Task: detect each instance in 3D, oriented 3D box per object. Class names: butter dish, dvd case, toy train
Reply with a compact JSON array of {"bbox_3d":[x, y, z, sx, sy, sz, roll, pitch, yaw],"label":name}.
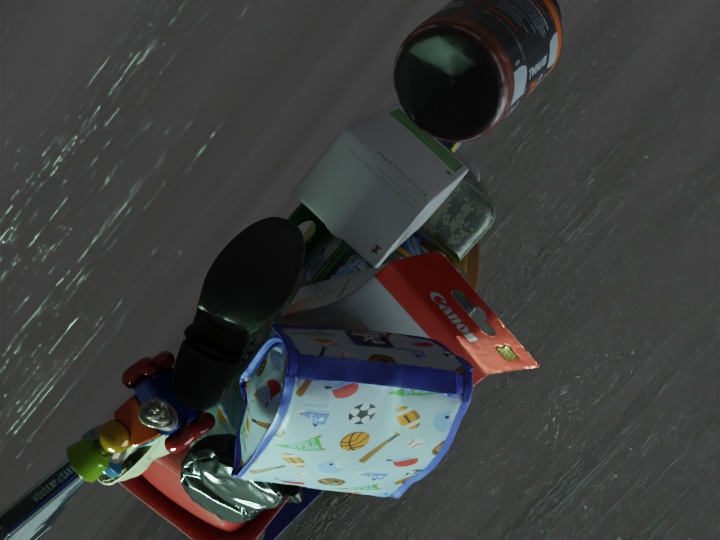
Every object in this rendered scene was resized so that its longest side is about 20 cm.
[{"bbox_3d":[-0.159,0.174,1.395,0.200,0.199,0.148,-49,158,-23],"label":"butter dish"},{"bbox_3d":[-0.322,0.246,1.200,0.151,0.025,0.200,-50,177,21],"label":"dvd case"},{"bbox_3d":[-0.206,0.140,1.102,0.115,0.085,0.200,-35,178,4],"label":"toy train"}]

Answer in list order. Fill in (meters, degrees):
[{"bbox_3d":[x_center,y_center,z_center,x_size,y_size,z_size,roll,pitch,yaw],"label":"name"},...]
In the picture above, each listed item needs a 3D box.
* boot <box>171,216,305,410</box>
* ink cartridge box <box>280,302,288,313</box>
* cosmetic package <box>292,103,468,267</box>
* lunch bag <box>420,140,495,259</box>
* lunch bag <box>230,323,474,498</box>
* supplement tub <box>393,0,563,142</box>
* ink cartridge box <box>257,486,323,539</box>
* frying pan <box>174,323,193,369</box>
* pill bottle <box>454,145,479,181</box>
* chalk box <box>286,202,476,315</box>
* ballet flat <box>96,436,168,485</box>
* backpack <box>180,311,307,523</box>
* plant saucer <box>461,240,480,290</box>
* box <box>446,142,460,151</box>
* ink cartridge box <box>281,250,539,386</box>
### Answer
[{"bbox_3d":[-0.105,0.027,1.153,0.201,0.069,0.174,-58,-179,13],"label":"boot"},{"bbox_3d":[-0.055,0.098,1.532,0.067,0.200,0.116,-49,177,29],"label":"ink cartridge box"},{"bbox_3d":[0.024,-0.085,1.219,0.085,0.107,0.200,-49,179,19],"label":"cosmetic package"},{"bbox_3d":[0.039,-0.064,1.452,0.200,0.139,0.168,-49,-161,15],"label":"lunch bag"},{"bbox_3d":[-0.010,0.115,1.113,0.200,0.168,0.125,127,-34,-62],"label":"lunch bag"},{"bbox_3d":[0.113,-0.193,1.111,0.107,0.107,0.200,-50,177,38],"label":"supplement tub"},{"bbox_3d":[-0.137,0.209,1.501,0.199,0.200,0.041,-42,161,-28],"label":"ink cartridge box"},{"bbox_3d":[-0.165,0.079,1.283,0.115,0.031,0.190,-54,166,17],"label":"frying pan"},{"bbox_3d":[0.067,-0.090,1.789,0.200,0.111,0.111,-50,177,29],"label":"pill bottle"},{"bbox_3d":[0.000,0.000,1.314,0.125,0.199,0.124,-48,-159,16],"label":"chalk box"},{"bbox_3d":[-0.224,0.165,1.290,0.069,0.069,0.200,-46,177,-43],"label":"ballet flat"},{"bbox_3d":[-0.092,0.138,1.278,0.166,0.126,0.201,-25,-149,52],"label":"backpack"},{"bbox_3d":[0.076,0.030,1.507,0.200,0.032,0.202,-50,-150,43],"label":"plant saucer"},{"bbox_3d":[0.093,-0.170,1.598,0.200,0.064,0.070,-51,176,35],"label":"box"},{"bbox_3d":[0.044,0.068,1.196,0.199,0.162,0.050,-13,-144,48],"label":"ink cartridge box"}]
